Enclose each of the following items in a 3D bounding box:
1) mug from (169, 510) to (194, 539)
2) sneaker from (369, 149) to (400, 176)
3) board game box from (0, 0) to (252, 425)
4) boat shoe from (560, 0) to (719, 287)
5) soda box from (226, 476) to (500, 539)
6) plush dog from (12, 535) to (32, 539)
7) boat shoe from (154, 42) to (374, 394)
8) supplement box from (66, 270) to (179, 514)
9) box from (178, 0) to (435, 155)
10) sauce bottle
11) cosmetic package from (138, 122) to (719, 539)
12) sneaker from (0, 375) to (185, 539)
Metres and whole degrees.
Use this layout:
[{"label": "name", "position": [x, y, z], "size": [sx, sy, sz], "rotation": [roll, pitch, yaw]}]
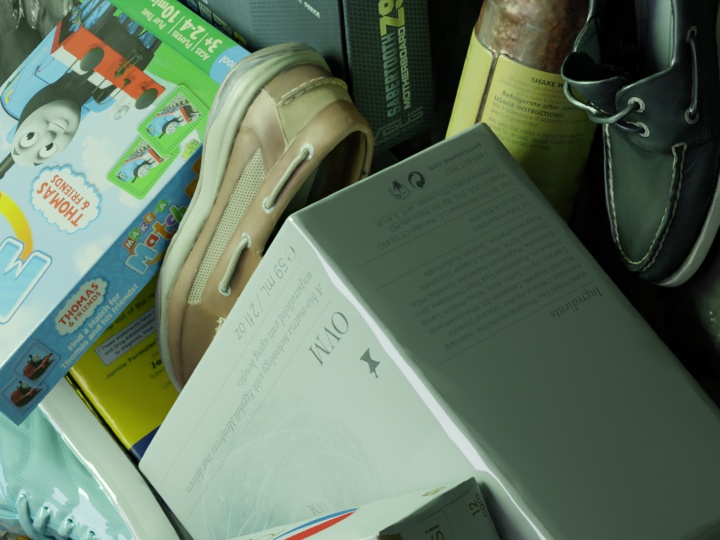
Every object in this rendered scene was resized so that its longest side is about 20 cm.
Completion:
[{"label": "mug", "position": [-0.051, 0.244, 1.392], "size": [0.200, 0.148, 0.176], "rotation": [29, 132, 23]}, {"label": "sneaker", "position": [0.000, 0.000, 1.341], "size": [0.200, 0.075, 0.106], "rotation": [60, 162, 27]}, {"label": "board game box", "position": [-0.138, -0.041, 1.301], "size": [0.200, 0.037, 0.151], "rotation": [-49, 43, -3]}, {"label": "boat shoe", "position": [0.113, -0.089, 1.104], "size": [0.074, 0.066, 0.200], "rotation": [38, 126, 53]}, {"label": "soda box", "position": [-0.028, 0.140, 1.091], "size": [0.200, 0.064, 0.068], "rotation": [-19, 94, 45]}, {"label": "plush dog", "position": [-0.156, 0.087, 1.583], "size": [0.172, 0.160, 0.200], "rotation": [109, 174, -65]}, {"label": "boat shoe", "position": [-0.041, -0.005, 1.244], "size": [0.072, 0.076, 0.200], "rotation": [40, 135, 33]}, {"label": "supplement box", "position": [-0.117, 0.008, 1.401], "size": [0.200, 0.109, 0.109], "rotation": [52, 172, 17]}, {"label": "box", "position": [-0.043, -0.166, 1.272], "size": [0.200, 0.051, 0.158], "rotation": [43, 149, 39]}, {"label": "sauce bottle", "position": [0.079, -0.092, 1.171], "size": [0.066, 0.066, 0.200], "rotation": [53, 136, 46]}, {"label": "cosmetic package", "position": [0.034, 0.086, 1.154], "size": [0.200, 0.123, 0.199], "rotation": [50, 140, 15]}, {"label": "sneaker", "position": [-0.151, 0.112, 1.345], "size": [0.200, 0.082, 0.074], "rotation": [49, 171, 25]}]
